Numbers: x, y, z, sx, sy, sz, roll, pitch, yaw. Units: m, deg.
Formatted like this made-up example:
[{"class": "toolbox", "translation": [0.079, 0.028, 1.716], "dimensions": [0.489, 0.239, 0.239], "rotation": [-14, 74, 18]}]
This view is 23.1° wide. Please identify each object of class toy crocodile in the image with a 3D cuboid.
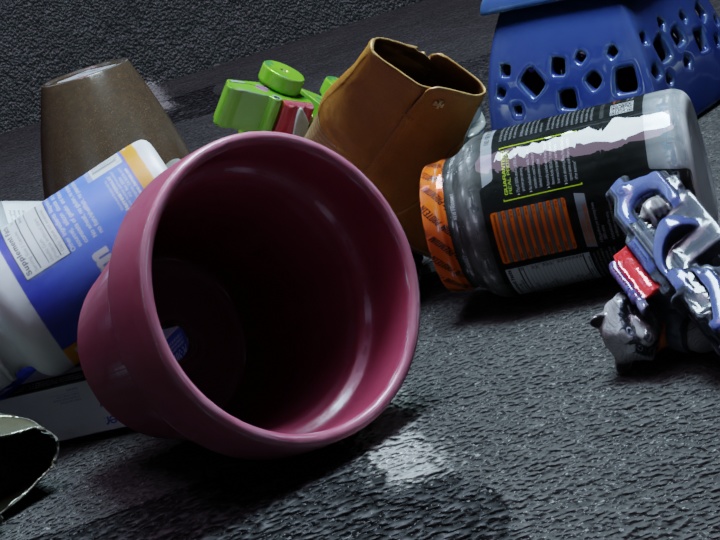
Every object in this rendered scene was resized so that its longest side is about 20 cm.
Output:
[{"class": "toy crocodile", "translation": [-0.045, -0.130, 1.507], "dimensions": [0.199, 0.068, 0.062], "rotation": [6, 26, -49]}]

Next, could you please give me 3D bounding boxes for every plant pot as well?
[{"class": "plant pot", "translation": [-0.253, -0.108, 1.816], "dimensions": [0.185, 0.202, 0.187], "rotation": [-16, 13, 4]}, {"class": "plant pot", "translation": [0.241, -0.232, 1.761], "dimensions": [0.198, 0.182, 0.200], "rotation": [-5, 17, 37]}, {"class": "plant pot", "translation": [-0.090, 0.031, 1.136], "dimensions": [0.199, 0.202, 0.179], "rotation": [-27, 1, -37]}]

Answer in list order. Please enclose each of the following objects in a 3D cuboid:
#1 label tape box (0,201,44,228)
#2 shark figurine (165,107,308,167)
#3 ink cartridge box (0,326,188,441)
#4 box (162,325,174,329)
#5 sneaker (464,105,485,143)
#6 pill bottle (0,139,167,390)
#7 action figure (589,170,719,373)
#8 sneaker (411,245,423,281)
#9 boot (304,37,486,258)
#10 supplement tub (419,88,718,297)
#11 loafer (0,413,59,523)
[{"class": "label tape box", "translation": [-0.245, 0.018, 1.389], "dimensions": [0.198, 0.144, 0.066], "rotation": [1, 44, -26]}, {"class": "shark figurine", "translation": [-0.125, -0.063, 1.431], "dimensions": [0.213, 0.089, 0.129], "rotation": [-6, 51, 45]}, {"class": "ink cartridge box", "translation": [-0.229, 0.095, 1.309], "dimensions": [0.198, 0.045, 0.094], "rotation": [-14, 13, 17]}, {"class": "box", "translation": [-0.147, 0.002, 1.580], "dimensions": [0.158, 0.046, 0.199], "rotation": [-25, 16, -30]}, {"class": "sneaker", "translation": [0.069, -0.116, 1.650], "dimensions": [0.099, 0.079, 0.200], "rotation": [-20, -10, -16]}, {"class": "pill bottle", "translation": [-0.208, 0.004, 1.267], "dimensions": [0.199, 0.113, 0.112], "rotation": [-34, 16, -5]}, {"class": "action figure", "translation": [0.233, 0.014, 1.054], "dimensions": [0.192, 0.105, 0.201], "rotation": [-22, 38, 6]}, {"class": "sneaker", "translation": [0.000, 0.000, 1.409], "dimensions": [0.094, 0.070, 0.200], "rotation": [-49, 12, 33]}, {"class": "boot", "translation": [0.060, -0.089, 1.348], "dimensions": [0.144, 0.200, 0.071], "rotation": [-46, 27, 41]}, {"class": "supplement tub", "translation": [0.150, -0.051, 1.272], "dimensions": [0.198, 0.124, 0.123], "rotation": [-11, 14, 18]}, {"class": "loafer", "translation": [-0.268, 0.138, 1.123], "dimensions": [0.069, 0.076, 0.200], "rotation": [-12, 14, 36]}]
